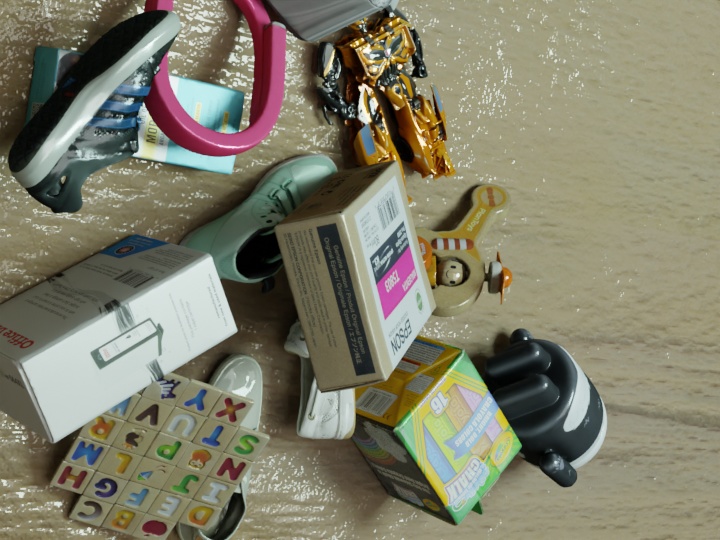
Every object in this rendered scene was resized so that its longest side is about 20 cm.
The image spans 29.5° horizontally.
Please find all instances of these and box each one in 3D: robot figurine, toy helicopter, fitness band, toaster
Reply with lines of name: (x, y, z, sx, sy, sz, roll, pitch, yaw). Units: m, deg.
robot figurine: (0.209, 0.157, 1.577, 0.151, 0.124, 0.200, -63, 144, -14)
robot figurine: (0.030, -0.175, 1.434, 0.144, 0.058, 0.202, -34, 118, -30)
toy helicopter: (0.121, -0.024, 1.499, 0.201, 0.131, 0.079, -54, 157, -37)
fitness band: (-0.136, -0.199, 1.266, 0.143, 0.037, 0.202, 19, 61, -35)
toaster: (-0.041, -0.320, 1.295, 0.200, 0.128, 0.114, 51, 46, -32)

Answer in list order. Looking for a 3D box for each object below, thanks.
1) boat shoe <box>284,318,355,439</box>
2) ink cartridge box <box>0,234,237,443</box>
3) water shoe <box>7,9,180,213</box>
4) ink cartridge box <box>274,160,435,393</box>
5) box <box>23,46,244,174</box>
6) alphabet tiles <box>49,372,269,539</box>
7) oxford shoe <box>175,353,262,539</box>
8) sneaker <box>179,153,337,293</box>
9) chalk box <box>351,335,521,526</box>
boat shoe: (-0.044, 0.075, 1.413, 0.068, 0.071, 0.203, -2, 88, -16)
ink cartridge box: (-0.235, 0.054, 1.213, 0.199, 0.145, 0.085, -31, 117, -29)
water shoe: (-0.219, -0.138, 1.182, 0.200, 0.071, 0.079, -49, 128, -12)
ink cartridge box: (0.000, 0.000, 1.316, 0.200, 0.074, 0.166, -50, 126, -65)
box: (-0.206, -0.146, 1.261, 0.198, 0.049, 0.083, 8, 93, -39)
alphabet tiles: (-0.188, 0.177, 1.275, 0.165, 0.006, 0.201, 21, 120, -24)
oxford shoe: (-0.133, 0.185, 1.374, 0.075, 0.058, 0.202, 17, 86, -37)
sneaker: (-0.072, -0.046, 1.340, 0.200, 0.118, 0.074, -38, 117, -28)
chalk box: (0.083, 0.185, 1.499, 0.124, 0.124, 0.201, -46, 123, -22)
